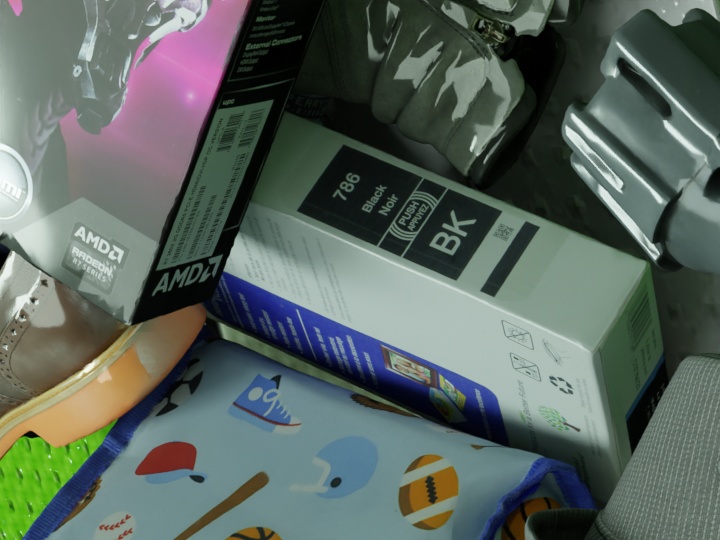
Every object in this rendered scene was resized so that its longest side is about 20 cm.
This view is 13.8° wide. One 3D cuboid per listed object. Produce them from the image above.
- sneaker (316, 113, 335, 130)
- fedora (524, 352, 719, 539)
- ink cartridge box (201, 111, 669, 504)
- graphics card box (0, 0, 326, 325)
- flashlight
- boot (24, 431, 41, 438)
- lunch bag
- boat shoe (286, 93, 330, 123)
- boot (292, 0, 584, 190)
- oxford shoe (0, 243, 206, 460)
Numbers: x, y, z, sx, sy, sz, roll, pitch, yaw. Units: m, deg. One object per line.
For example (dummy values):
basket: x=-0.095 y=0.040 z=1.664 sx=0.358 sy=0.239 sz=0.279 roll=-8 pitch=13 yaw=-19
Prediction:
sneaker: x=-0.078 y=-0.049 z=1.028 sx=0.200 sy=0.072 sz=0.072 roll=29 pitch=129 yaw=39
fedora: x=0.142 y=0.077 z=0.773 sx=0.200 sy=0.176 sz=0.091 roll=27 pitch=100 yaw=44
ink cartridge box: x=0.000 y=0.000 z=0.911 sx=0.199 sy=0.039 sz=0.100 roll=23 pitch=155 yaw=23
graphics card box: x=-0.068 y=-0.101 z=0.850 sx=0.125 sy=0.051 sz=0.201 roll=32 pitch=115 yaw=20
flashlight: x=0.129 y=0.025 z=0.698 sx=0.200 sy=0.068 sz=0.068 roll=48 pitch=121 yaw=25
boot: x=-0.174 y=-0.007 z=1.098 sx=0.198 sy=0.073 sz=0.163 roll=10 pitch=-116 yaw=-81
lunch bag: x=0.017 y=0.127 z=0.957 sx=0.170 sy=0.124 sz=0.200 roll=19 pitch=152 yaw=43
boat shoe: x=-0.069 y=-0.127 z=0.986 sx=0.200 sy=0.071 sz=0.070 roll=41 pitch=111 yaw=36
boot: x=0.020 y=-0.134 z=0.868 sx=0.130 sy=0.068 sz=0.201 roll=19 pitch=110 yaw=20
oxford shoe: x=-0.133 y=0.027 z=0.990 sx=0.073 sy=0.071 sz=0.200 roll=46 pitch=136 yaw=-16
